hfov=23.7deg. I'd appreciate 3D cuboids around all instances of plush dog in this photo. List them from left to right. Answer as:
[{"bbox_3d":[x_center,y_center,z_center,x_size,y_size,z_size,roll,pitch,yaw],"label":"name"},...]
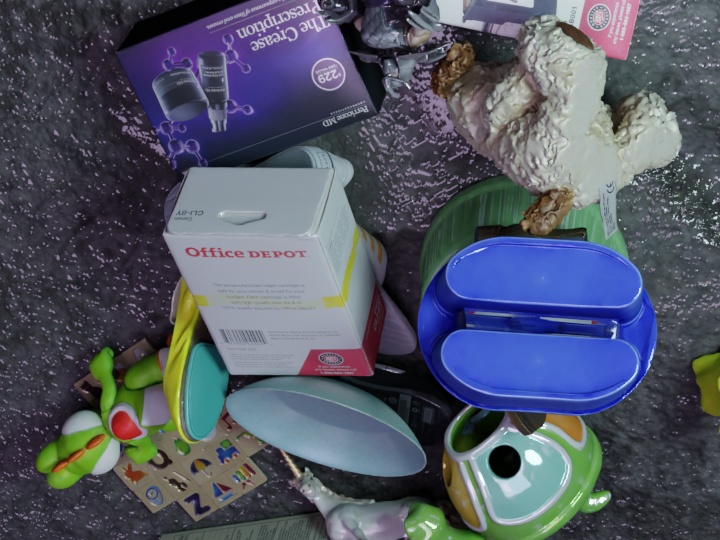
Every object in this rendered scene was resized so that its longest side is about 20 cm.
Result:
[{"bbox_3d":[0.145,-0.122,1.449,0.200,0.172,0.161,30,93,-40],"label":"plush dog"}]

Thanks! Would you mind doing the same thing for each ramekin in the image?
[{"bbox_3d":[0.147,0.021,1.575,0.199,0.098,0.201,4,117,7],"label":"ramekin"}]

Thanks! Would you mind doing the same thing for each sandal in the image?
[{"bbox_3d":[-0.007,0.001,1.619,0.079,0.059,0.207,-7,138,30],"label":"sandal"}]

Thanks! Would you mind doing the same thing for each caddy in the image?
[{"bbox_3d":[0.146,0.045,1.409,0.199,0.105,0.142,4,81,3],"label":"caddy"}]

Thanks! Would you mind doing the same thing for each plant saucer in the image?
[{"bbox_3d":[-0.029,0.140,1.628,0.200,0.039,0.201,15,156,7],"label":"plant saucer"}]

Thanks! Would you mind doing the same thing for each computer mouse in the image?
[{"bbox_3d":[0.002,0.095,1.663,0.199,0.046,0.141,11,131,14],"label":"computer mouse"}]

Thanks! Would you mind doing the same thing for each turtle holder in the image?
[{"bbox_3d":[0.133,0.191,1.636,0.185,0.141,0.132,-27,125,29],"label":"turtle holder"}]

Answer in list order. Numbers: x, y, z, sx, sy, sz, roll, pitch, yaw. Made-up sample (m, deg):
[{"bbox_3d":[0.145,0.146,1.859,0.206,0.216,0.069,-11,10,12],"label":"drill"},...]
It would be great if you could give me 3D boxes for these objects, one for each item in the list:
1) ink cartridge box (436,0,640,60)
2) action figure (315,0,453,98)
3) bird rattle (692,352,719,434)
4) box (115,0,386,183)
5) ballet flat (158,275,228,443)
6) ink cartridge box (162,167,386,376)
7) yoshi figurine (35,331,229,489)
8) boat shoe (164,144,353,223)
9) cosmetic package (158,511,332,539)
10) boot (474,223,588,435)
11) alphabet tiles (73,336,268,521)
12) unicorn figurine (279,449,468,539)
[{"bbox_3d":[0.141,-0.274,1.433,0.199,0.084,0.145,12,118,3],"label":"ink cartridge box"},{"bbox_3d":[0.014,-0.239,1.398,0.130,0.069,0.201,4,110,41],"label":"action figure"},{"bbox_3d":[0.413,0.091,1.591,0.200,0.113,0.163,-39,117,11],"label":"bird rattle"},{"bbox_3d":[-0.095,-0.179,1.526,0.199,0.079,0.142,-19,115,18],"label":"box"},{"bbox_3d":[-0.157,0.064,1.621,0.067,0.201,0.067,0,164,35],"label":"ballet flat"},{"bbox_3d":[-0.071,0.002,1.524,0.144,0.084,0.200,1,141,18],"label":"ink cartridge box"},{"bbox_3d":[-0.234,0.143,1.711,0.199,0.113,0.112,-33,149,8],"label":"yoshi figurine"},{"bbox_3d":[-0.093,-0.065,1.584,0.199,0.067,0.074,-10,80,38],"label":"boat shoe"},{"bbox_3d":[-0.114,0.321,1.769,0.199,0.104,0.088,-9,117,15],"label":"cosmetic package"},{"bbox_3d":[0.163,0.052,1.490,0.096,0.075,0.201,-7,113,16],"label":"boot"},{"bbox_3d":[-0.194,0.165,1.757,0.166,0.006,0.200,-32,108,23],"label":"alphabet tiles"},{"bbox_3d":[0.008,0.251,1.712,0.199,0.138,0.074,11,113,-14],"label":"unicorn figurine"}]
